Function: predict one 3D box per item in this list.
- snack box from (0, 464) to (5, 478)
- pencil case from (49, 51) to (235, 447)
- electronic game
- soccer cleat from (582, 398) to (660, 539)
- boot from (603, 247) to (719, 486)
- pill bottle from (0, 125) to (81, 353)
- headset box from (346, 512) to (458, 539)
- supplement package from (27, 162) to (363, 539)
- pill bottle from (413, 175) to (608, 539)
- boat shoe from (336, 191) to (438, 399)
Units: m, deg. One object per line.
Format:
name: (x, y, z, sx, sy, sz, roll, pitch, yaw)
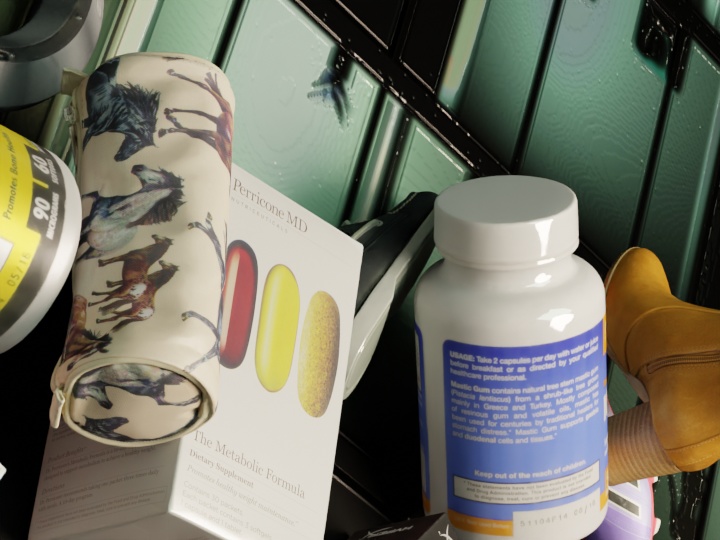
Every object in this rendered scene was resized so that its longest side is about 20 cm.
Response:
snack box: (-0.245, 0.118, 1.187, 0.116, 0.037, 0.200, 51, 45, -21)
pencil case: (-0.110, -0.011, 1.362, 0.078, 0.089, 0.200, 92, -1, -58)
electronic game: (-0.213, -0.175, 1.427, 0.200, 0.042, 0.200, 25, 52, -37)
soccer cleat: (0.130, 0.095, 1.718, 0.076, 0.067, 0.200, -4, 79, -39)
boot: (0.218, 0.043, 1.678, 0.071, 0.144, 0.201, 49, 34, -30)
pill bottle: (-0.240, -0.042, 1.295, 0.200, 0.114, 0.115, 28, 57, -41)
headset box: (0.002, 0.248, 1.502, 0.200, 0.077, 0.149, -39, 107, -47)
supplement package: (-0.084, 0.062, 1.441, 0.114, 0.109, 0.200, 31, 55, -39)
pill bottle: (0.088, 0.052, 1.590, 0.112, 0.112, 0.200, -29, 124, -50)
boat shoe: (0.000, 0.000, 1.593, 0.060, 0.076, 0.200, 26, 29, 6)
